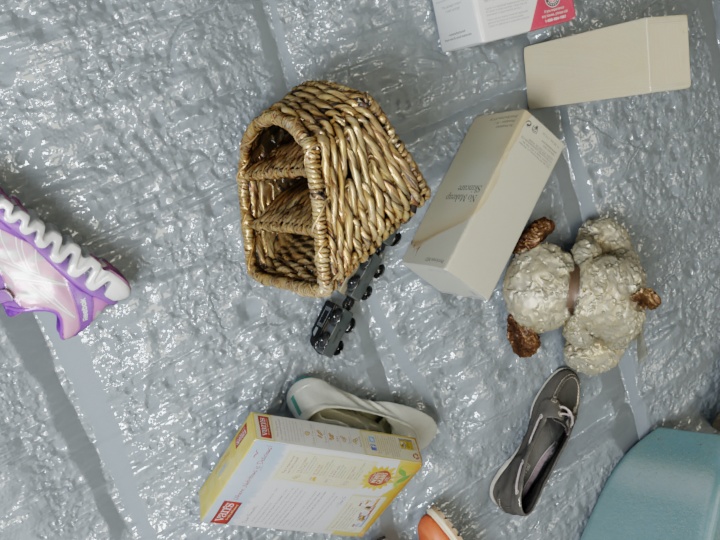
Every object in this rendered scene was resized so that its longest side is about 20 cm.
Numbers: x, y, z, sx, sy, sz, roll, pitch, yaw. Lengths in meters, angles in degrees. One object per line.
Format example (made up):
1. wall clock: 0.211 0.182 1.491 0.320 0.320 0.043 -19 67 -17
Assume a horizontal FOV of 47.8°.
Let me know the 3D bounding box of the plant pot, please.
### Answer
1. plant pot: 0.446 0.328 1.087 0.195 0.194 0.203 34 69 -26

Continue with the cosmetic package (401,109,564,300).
1. cosmetic package: 0.138 -0.075 0.925 0.073 0.103 0.203 33 78 -25

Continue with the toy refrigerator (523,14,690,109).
1. toy refrigerator: 0.277 -0.233 0.927 0.069 0.199 0.078 -12 100 -26

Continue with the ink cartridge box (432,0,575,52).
1. ink cartridge box: 0.148 -0.365 0.911 0.143 0.083 0.204 -19 104 -25

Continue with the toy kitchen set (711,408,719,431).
1. toy kitchen set: 0.650 0.203 1.199 0.182 0.198 0.163 -57 157 -11

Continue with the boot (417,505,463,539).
1. boot: 0.087 0.383 0.962 0.105 0.075 0.204 -19 105 -20

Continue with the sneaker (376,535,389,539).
1. sneaker: -0.010 0.397 0.895 0.079 0.074 0.201 36 76 13

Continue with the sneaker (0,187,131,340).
1. sneaker: -0.303 -0.010 0.715 0.199 0.080 0.089 40 84 -26

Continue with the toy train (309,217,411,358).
1. toy train: 0.000 0.000 0.892 0.034 0.045 0.203 33 82 -38

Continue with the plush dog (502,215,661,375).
1. plush dog: 0.255 0.029 0.988 0.168 0.160 0.205 5 91 -1

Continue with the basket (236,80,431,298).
1. basket: -0.059 -0.080 0.764 0.149 0.199 0.144 -43 113 -17

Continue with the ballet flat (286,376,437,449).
1. ballet flat: 0.007 0.176 0.897 0.197 0.069 0.071 24 84 -27

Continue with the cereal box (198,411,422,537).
1. cereal box: -0.052 0.217 0.846 0.197 0.040 0.145 16 127 -28

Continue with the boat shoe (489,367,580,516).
1. boat shoe: 0.236 0.220 1.031 0.067 0.057 0.202 37 78 -25
